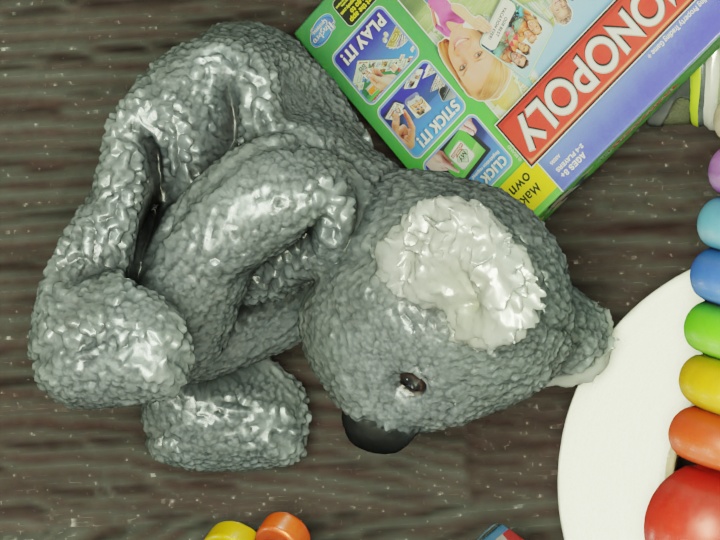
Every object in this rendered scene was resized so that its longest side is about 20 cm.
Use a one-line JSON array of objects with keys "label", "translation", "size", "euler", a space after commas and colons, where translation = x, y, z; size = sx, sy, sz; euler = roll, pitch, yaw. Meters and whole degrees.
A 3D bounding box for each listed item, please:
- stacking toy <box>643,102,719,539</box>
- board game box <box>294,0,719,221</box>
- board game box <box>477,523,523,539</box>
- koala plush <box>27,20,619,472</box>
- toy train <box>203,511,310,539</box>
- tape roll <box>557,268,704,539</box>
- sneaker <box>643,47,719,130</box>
[{"label": "stacking toy", "translation": [0.161, 0.034, 1.204], "size": [0.085, 0.085, 0.201], "euler": [15, 91, 8]}, {"label": "board game box", "translation": [0.078, -0.116, 1.240], "size": [0.135, 0.029, 0.200], "euler": [50, 123, 10]}, {"label": "board game box", "translation": [0.077, 0.244, 1.226], "size": [0.200, 0.056, 0.196], "euler": [36, 103, 9]}, {"label": "koala plush", "translation": [0.000, 0.000, 1.206], "size": [0.199, 0.177, 0.185], "euler": [14, 80, 23]}, {"label": "toy train", "translation": [-0.093, 0.181, 1.238], "size": [0.199, 0.150, 0.056], "euler": [-29, 111, 0]}, {"label": "tape roll", "translation": [0.183, 0.091, 1.253], "size": [0.201, 0.037, 0.204], "euler": [-1, 85, 7]}, {"label": "sneaker", "translation": [0.124, -0.155, 1.264], "size": [0.080, 0.074, 0.202], "euler": [-5, 83, 10]}]
